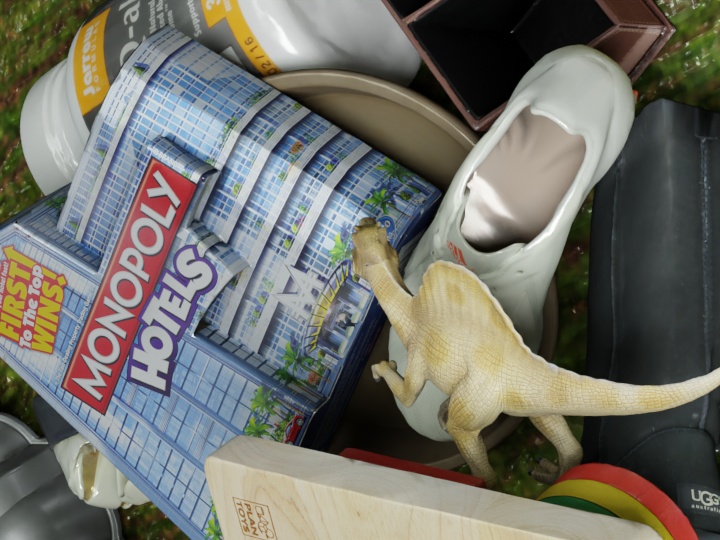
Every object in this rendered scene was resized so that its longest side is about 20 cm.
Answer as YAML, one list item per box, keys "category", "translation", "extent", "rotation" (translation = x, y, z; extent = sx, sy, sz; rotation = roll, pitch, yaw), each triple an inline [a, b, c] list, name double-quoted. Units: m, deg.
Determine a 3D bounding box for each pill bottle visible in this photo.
- category: "pill bottle"
  translation: [-0.072, -0.096, 1.197]
  extent: [0.200, 0.116, 0.117]
  rotation: [-28, 71, 41]

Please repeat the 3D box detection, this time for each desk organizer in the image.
- category: "desk organizer"
  translation: [0.044, -0.153, 1.108]
  extent: [0.072, 0.077, 0.200]
  rotation: [-53, 57, 31]

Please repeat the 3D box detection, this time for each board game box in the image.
- category: "board game box"
  translation: [-0.092, 0.003, 1.109]
  extent: [0.199, 0.062, 0.201]
  rotation: [30, 121, 12]

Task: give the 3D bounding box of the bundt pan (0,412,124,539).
- category: "bundt pan"
  translation: [-0.221, 0.181, 1.331]
  extent: [0.201, 0.076, 0.203]
  rotation: [4, 101, 23]

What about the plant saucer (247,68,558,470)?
- category: "plant saucer"
  translation: [0.000, 0.000, 1.117]
  extent: [0.199, 0.029, 0.201]
  rotation: [11, 118, 22]

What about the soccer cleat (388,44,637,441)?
- category: "soccer cleat"
  translation: [0.052, -0.005, 1.021]
  extent: [0.069, 0.078, 0.201]
  rotation: [31, 122, 12]

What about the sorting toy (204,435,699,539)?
- category: "sorting toy"
  translation: [0.057, 0.154, 0.933]
  extent: [0.198, 0.070, 0.201]
  rotation: [9, 124, 39]

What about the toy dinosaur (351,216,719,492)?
- category: "toy dinosaur"
  translation: [0.053, 0.045, 0.952]
  extent: [0.200, 0.058, 0.102]
  rotation: [27, 135, 41]

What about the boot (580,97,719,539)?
- category: "boot"
  translation: [0.104, 0.047, 1.032]
  extent: [0.165, 0.065, 0.201]
  rotation: [-31, 52, 55]

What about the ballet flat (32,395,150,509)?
- category: "ballet flat"
  translation: [-0.120, 0.086, 1.254]
  extent: [0.200, 0.073, 0.073]
  rotation: [-15, 80, 59]
